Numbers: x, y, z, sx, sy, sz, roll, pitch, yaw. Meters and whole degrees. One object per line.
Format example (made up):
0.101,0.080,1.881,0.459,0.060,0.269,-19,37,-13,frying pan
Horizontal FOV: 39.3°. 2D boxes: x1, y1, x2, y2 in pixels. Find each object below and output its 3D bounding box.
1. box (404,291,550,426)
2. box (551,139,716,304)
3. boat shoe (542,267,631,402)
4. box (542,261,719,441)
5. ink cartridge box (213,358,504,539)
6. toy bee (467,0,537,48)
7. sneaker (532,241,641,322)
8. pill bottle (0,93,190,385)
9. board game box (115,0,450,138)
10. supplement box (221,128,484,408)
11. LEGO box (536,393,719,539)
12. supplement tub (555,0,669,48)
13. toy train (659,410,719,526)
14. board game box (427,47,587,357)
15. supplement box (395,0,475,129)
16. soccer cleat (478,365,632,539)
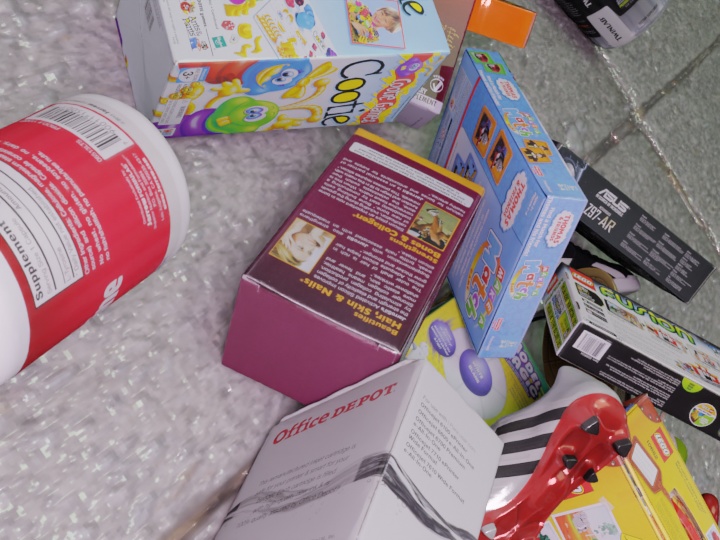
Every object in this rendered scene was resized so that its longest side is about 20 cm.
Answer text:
0.080,0.084,0.804,0.200,0.048,0.118,-31,91,-53,box
0.218,-0.059,0.958,0.200,0.044,0.160,35,6,-18,box
0.202,0.097,0.893,0.065,0.073,0.201,-3,95,-68,boat shoe
0.241,0.073,0.799,0.200,0.035,0.110,28,23,-9,box
-0.016,0.163,0.569,0.084,0.145,0.200,46,41,-18,ink cartridge box
0.065,-0.270,0.957,0.200,0.131,0.109,35,13,-23,toy bee
0.194,-0.017,0.968,0.200,0.073,0.112,-6,73,-47,sneaker
-0.187,-0.008,0.517,0.112,0.112,0.200,54,39,-7,pill bottle
-0.057,-0.166,0.712,0.199,0.103,0.105,-8,72,-26,board game box
0.000,0.000,0.705,0.110,0.086,0.200,26,42,6,supplement box
0.187,0.215,0.755,0.077,0.149,0.201,-23,85,-51,LEGO box
0.284,-0.384,1.257,0.200,0.122,0.123,39,43,-24,supplement tub
0.260,0.176,0.860,0.116,0.084,0.201,-52,143,-61,toy train
0.100,-0.056,0.784,0.036,0.152,0.200,4,40,-17,board game box
0.040,-0.235,0.857,0.108,0.061,0.201,20,79,-13,supplement box
0.100,0.148,0.697,0.069,0.200,0.085,38,11,-23,soccer cleat
